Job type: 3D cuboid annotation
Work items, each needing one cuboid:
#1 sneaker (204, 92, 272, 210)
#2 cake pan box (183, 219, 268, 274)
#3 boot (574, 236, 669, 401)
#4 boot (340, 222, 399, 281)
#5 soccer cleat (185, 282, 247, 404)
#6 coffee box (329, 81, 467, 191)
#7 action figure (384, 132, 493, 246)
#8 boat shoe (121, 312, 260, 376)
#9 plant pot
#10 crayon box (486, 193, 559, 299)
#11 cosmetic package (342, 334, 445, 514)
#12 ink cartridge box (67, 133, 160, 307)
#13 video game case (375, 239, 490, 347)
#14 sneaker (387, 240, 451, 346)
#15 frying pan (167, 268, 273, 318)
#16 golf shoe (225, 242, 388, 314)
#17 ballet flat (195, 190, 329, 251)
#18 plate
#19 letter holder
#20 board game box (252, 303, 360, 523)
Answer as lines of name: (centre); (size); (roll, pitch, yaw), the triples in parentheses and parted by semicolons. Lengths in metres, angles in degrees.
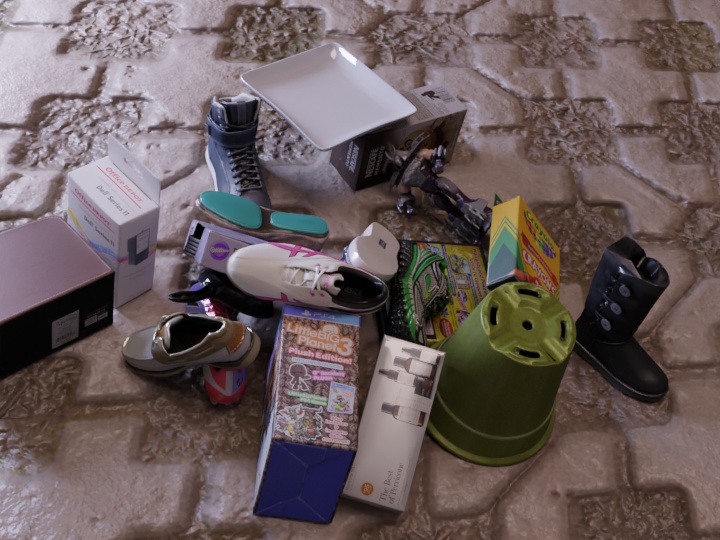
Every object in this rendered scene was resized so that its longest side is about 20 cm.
sneaker: (-0.175, -0.169, 1.628); (0.077, 0.146, 0.203); (-10, 52, -26)
cake pan box: (-0.131, -0.013, 1.456); (0.199, 0.053, 0.184); (18, 0, -18)
boot: (0.380, 0.070, 1.513); (0.165, 0.200, 0.066); (34, 47, 17)
boot: (0.000, 0.000, 1.501); (0.073, 0.090, 0.200); (43, 16, -1)
soccer cleat: (-0.184, 0.081, 1.431); (0.066, 0.077, 0.201); (-2, 48, -18)
coffee box: (0.059, -0.214, 1.759); (0.199, 0.113, 0.080); (-20, 55, -30)
action figure: (0.117, -0.124, 1.686); (0.200, 0.130, 0.069); (38, 48, 5)
boat shoe: (-0.221, 0.083, 1.359); (0.199, 0.068, 0.075); (-8, 55, 29)
plant pot: (0.185, 0.117, 1.404); (0.199, 0.190, 0.201); (7, 54, -10)
crayon box: (0.240, -0.017, 1.615); (0.127, 0.051, 0.201); (47, 35, -31)
cosmetic package: (0.038, 0.187, 1.348); (0.082, 0.051, 0.201); (15, 74, 2)
ink cartridge box: (-0.324, -0.064, 1.443); (0.117, 0.200, 0.067); (41, 50, 23)
video game case: (0.107, 0.035, 1.595); (0.180, 0.026, 0.201); (3, 46, -13)
sneaker: (0.086, 0.037, 1.513); (0.085, 0.078, 0.200); (13, 44, -4)
frying pan: (-0.191, 0.019, 1.464); (0.190, 0.031, 0.115); (18, 18, -42)
golf shoe: (-0.060, 0.006, 1.332); (0.199, 0.092, 0.073); (11, 80, -18)
ballet flat: (-0.144, -0.056, 1.576); (0.199, 0.067, 0.068); (15, 40, -13)
plate: (-0.049, -0.258, 1.669); (0.199, 0.032, 0.200); (-28, 59, -35)
letter holder: (-0.433, 0.032, 1.393); (0.200, 0.101, 0.142); (-29, 58, -36)
board game box: (-0.064, 0.171, 1.321); (0.096, 0.160, 0.201); (9, 46, -8)
